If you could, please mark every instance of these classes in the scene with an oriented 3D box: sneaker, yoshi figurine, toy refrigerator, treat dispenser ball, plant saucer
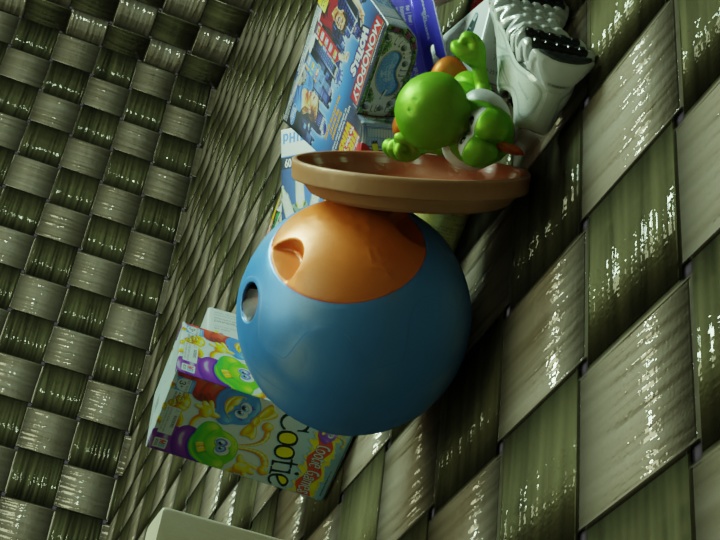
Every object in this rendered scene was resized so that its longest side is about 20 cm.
[{"bbox_3d":[0.140,-0.186,1.106,0.201,0.075,0.082,-93,16,-58],"label":"sneaker"},{"bbox_3d":[0.067,-0.135,1.077,0.200,0.111,0.113,-115,14,-75],"label":"yoshi figurine"},{"bbox_3d":[-0.096,0.280,1.151,0.070,0.199,0.076,128,156,-55],"label":"toy refrigerator"},{"bbox_3d":[-0.006,0.039,1.102,0.201,0.199,0.202,-162,90,-76],"label":"treat dispenser ball"},{"bbox_3d":[0.041,-0.074,1.082,0.200,0.199,0.033,-130,43,-74],"label":"plant saucer"}]

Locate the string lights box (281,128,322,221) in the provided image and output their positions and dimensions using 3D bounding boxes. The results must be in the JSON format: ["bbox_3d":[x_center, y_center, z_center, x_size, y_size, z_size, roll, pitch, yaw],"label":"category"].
[{"bbox_3d":[-0.037,-0.062,1.464,0.102,0.059,0.202,-5,84,47],"label":"string lights box"}]

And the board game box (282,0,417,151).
[{"bbox_3d":[0.004,-0.177,1.289,0.200,0.061,0.201,60,140,43],"label":"board game box"}]

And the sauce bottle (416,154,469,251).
[{"bbox_3d":[0.056,-0.019,1.226,0.065,0.064,0.201,-119,49,-72],"label":"sauce bottle"}]

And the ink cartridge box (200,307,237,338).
[{"bbox_3d":[-0.129,0.141,1.574,0.200,0.145,0.083,-103,31,-64],"label":"ink cartridge box"}]

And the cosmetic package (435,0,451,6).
[{"bbox_3d":[0.087,-0.348,1.371,0.200,0.081,0.114,-164,52,-80],"label":"cosmetic package"}]

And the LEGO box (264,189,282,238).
[{"bbox_3d":[-0.069,-0.074,1.765,0.149,0.077,0.201,-125,54,-74],"label":"LEGO box"}]

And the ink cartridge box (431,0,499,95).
[{"bbox_3d":[0.116,-0.243,1.326,0.200,0.043,0.175,156,130,-72],"label":"ink cartridge box"}]

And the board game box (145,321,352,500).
[{"bbox_3d":[-0.115,0.150,1.393,0.105,0.199,0.104,-97,29,-62],"label":"board game box"}]

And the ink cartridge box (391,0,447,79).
[{"bbox_3d":[0.043,-0.170,1.338,0.200,0.043,0.200,122,140,-61],"label":"ink cartridge box"}]
